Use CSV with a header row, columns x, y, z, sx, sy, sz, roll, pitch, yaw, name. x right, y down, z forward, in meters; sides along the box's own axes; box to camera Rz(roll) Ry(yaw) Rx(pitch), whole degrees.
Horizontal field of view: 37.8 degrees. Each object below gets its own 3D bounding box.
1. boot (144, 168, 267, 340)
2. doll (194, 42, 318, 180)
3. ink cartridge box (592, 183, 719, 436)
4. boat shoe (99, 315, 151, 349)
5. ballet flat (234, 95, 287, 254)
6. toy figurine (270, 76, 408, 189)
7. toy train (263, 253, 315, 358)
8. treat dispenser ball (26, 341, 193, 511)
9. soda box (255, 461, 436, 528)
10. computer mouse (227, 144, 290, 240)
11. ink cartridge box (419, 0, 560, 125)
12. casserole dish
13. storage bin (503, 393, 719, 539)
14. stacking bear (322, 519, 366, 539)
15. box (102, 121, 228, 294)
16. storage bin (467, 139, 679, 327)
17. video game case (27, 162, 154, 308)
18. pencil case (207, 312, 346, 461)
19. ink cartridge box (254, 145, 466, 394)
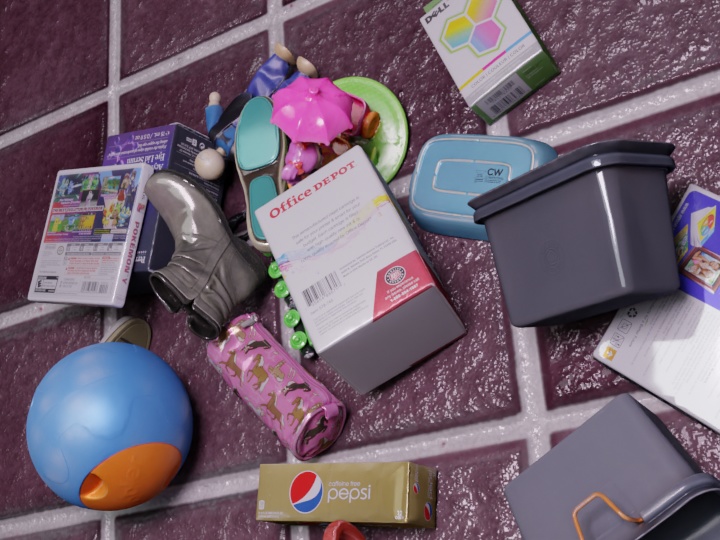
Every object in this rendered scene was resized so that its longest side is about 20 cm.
x,y,z,sx,sy,sz,roll,pitch,yaw,name
-0.208,-0.022,1.253,0.200,0.131,0.068,47,133,-1,boot
-0.145,-0.199,1.365,0.136,0.049,0.201,34,80,20,doll
0.350,0.047,0.993,0.199,0.043,0.200,33,94,38,ink cartridge box
-0.355,0.146,1.406,0.068,0.075,0.202,21,78,44,boat shoe
-0.117,-0.114,1.301,0.069,0.069,0.203,-14,68,29,ballet flat
-0.050,-0.144,1.215,0.149,0.184,0.203,25,95,19,toy figurine
-0.078,0.013,1.291,0.056,0.042,0.202,-26,62,13,toy train
-0.304,0.189,1.282,0.198,0.200,0.204,-11,69,30,treat dispenser ball
-0.016,0.247,1.156,0.197,0.067,0.065,-8,70,31,soda box
-0.123,-0.101,1.360,0.200,0.034,0.059,-43,57,15,computer mouse
0.139,-0.282,1.229,0.103,0.059,0.202,-35,59,19,ink cartridge box
0.132,-0.099,1.188,0.197,0.039,0.123,9,80,34,casserole dish
0.228,0.216,0.972,0.200,0.145,0.135,-42,47,14,storage bin
-0.087,0.348,1.139,0.197,0.114,0.123,-13,58,27,stacking bear
-0.271,-0.077,1.398,0.146,0.104,0.204,-4,72,39,box
0.219,-0.027,1.021,0.199,0.144,0.137,-22,74,52,storage bin
-0.353,-0.045,1.372,0.198,0.023,0.185,1,76,42,video game case
-0.100,0.134,1.241,0.082,0.087,0.200,-36,53,-17,pencil case
0.000,0.000,1.164,0.144,0.145,0.202,-30,60,7,ink cartridge box
